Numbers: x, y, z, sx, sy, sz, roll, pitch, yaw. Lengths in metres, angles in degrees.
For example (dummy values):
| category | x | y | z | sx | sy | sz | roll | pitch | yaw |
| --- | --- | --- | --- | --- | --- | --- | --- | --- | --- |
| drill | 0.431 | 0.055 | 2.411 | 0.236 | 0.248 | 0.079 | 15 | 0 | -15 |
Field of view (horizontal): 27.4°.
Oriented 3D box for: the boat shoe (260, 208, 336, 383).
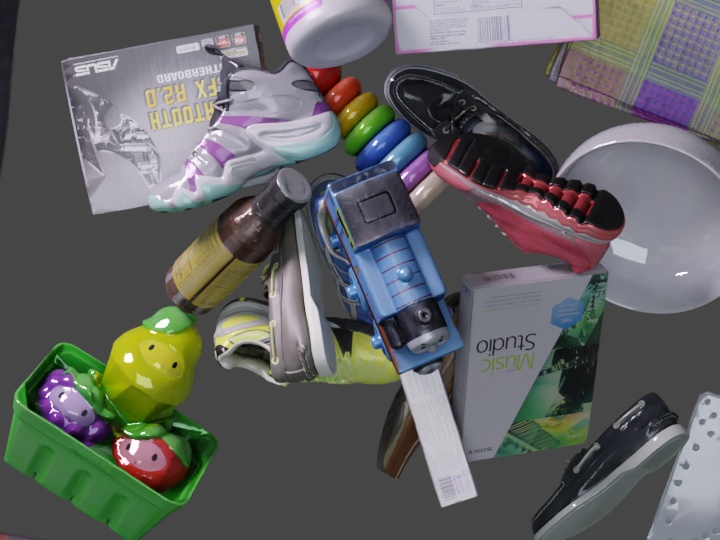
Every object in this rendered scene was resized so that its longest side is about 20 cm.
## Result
| category | x | y | z | sx | sy | sz | roll | pitch | yaw |
| --- | --- | --- | --- | --- | --- | --- | --- | --- | --- |
| boat shoe | -0.068 | 0.019 | 1.448 | 0.060 | 0.072 | 0.203 | -16 | 55 | 8 |

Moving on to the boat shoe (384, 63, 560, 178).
| category | x | y | z | sx | sy | sz | roll | pitch | yaw |
| --- | --- | --- | --- | --- | --- | --- | --- | --- | --- |
| boat shoe | 0.112 | -0.138 | 1.462 | 0.200 | 0.066 | 0.070 | 36 | 98 | -3 |

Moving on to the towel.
| category | x | y | z | sx | sy | sz | roll | pitch | yaw |
| --- | --- | --- | --- | --- | --- | --- | --- | --- | --- |
| towel | 0.298 | -0.220 | 1.465 | 0.199 | 0.023 | 0.144 | 20 | 98 | -2 |

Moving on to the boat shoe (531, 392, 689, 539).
| category | x | y | z | sx | sy | sz | roll | pitch | yaw |
| --- | --- | --- | --- | --- | --- | --- | --- | --- | --- |
| boat shoe | 0.246 | 0.205 | 1.513 | 0.200 | 0.076 | 0.060 | -41 | 58 | 17 |

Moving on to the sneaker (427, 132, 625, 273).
| category | x | y | z | sx | sy | sz | roll | pitch | yaw |
| --- | --- | --- | --- | --- | --- | --- | --- | --- | --- |
| sneaker | 0.147 | -0.057 | 1.407 | 0.199 | 0.074 | 0.087 | 27 | 133 | 12 |

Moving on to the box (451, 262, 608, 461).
| category | x | y | z | sx | sy | sz | roll | pitch | yaw |
| --- | --- | --- | --- | --- | --- | --- | --- | --- | --- |
| box | 0.164 | 0.090 | 1.459 | 0.144 | 0.036 | 0.201 | -7 | 120 | -17 |

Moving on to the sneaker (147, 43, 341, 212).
| category | x | y | z | sx | sy | sz | roll | pitch | yaw |
| --- | --- | --- | --- | --- | --- | --- | --- | --- | --- |
| sneaker | -0.131 | -0.147 | 1.422 | 0.199 | 0.078 | 0.140 | -24 | 96 | -4 |

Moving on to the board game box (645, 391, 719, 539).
| category | x | y | z | sx | sy | sz | roll | pitch | yaw |
| --- | --- | --- | --- | --- | --- | --- | --- | --- | --- |
| board game box | 0.410 | 0.245 | 1.528 | 0.199 | 0.026 | 0.201 | 18 | 98 | -1 |

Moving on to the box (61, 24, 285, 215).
| category | x | y | z | sx | sy | sz | roll | pitch | yaw |
| --- | --- | --- | --- | --- | --- | --- | --- | --- | --- |
| box | -0.185 | -0.151 | 1.481 | 0.199 | 0.048 | 0.159 | -9 | 98 | 4 |

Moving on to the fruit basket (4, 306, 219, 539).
| category | x | y | z | sx | sy | sz | roll | pitch | yaw |
| --- | --- | --- | --- | --- | --- | --- | --- | --- | --- |
| fruit basket | -0.233 | 0.139 | 1.487 | 0.214 | 0.156 | 0.217 | 5 | 114 | 11 |

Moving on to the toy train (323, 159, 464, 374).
| category | x | y | z | sx | sy | sz | roll | pitch | yaw |
| --- | --- | --- | --- | --- | --- | --- | --- | --- | --- |
| toy train | 0.029 | 0.000 | 1.373 | 0.086 | 0.114 | 0.201 | -21 | 80 | -7 |

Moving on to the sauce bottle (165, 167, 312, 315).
| category | x | y | z | sx | sy | sz | roll | pitch | yaw |
| --- | --- | --- | --- | --- | --- | --- | --- | --- | --- |
| sauce bottle | -0.117 | -0.029 | 1.444 | 0.065 | 0.065 | 0.200 | 47 | 130 | -5 |

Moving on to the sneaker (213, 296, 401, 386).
| category | x | y | z | sx | sy | sz | roll | pitch | yaw |
| --- | --- | --- | --- | --- | --- | --- | --- | --- | --- |
| sneaker | -0.053 | 0.090 | 1.487 | 0.199 | 0.077 | 0.076 | 10 | 132 | 7 |

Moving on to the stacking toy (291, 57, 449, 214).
| category | x | y | z | sx | sy | sz | roll | pitch | yaw |
| --- | --- | --- | --- | --- | --- | --- | --- | --- | --- |
| stacking toy | 0.003 | -0.140 | 1.464 | 0.085 | 0.085 | 0.200 | -45 | 89 | 8 |

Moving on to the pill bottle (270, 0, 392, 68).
| category | x | y | z | sx | sy | sz | roll | pitch | yaw |
| --- | --- | --- | --- | --- | --- | --- | --- | --- | --- |
| pill bottle | -0.047 | -0.301 | 1.401 | 0.104 | 0.104 | 0.201 | -20 | 72 | 5 |

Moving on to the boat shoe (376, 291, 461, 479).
| category | x | y | z | sx | sy | sz | roll | pitch | yaw |
| --- | --- | --- | --- | --- | --- | --- | --- | --- | --- |
| boat shoe | 0.081 | 0.123 | 1.500 | 0.074 | 0.076 | 0.201 | 25 | 100 | -5 |

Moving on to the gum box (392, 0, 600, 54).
| category | x | y | z | sx | sy | sz | roll | pitch | yaw |
| --- | --- | --- | --- | --- | --- | --- | --- | --- | --- |
| gum box | 0.126 | -0.246 | 1.409 | 0.199 | 0.114 | 0.067 | -2 | 99 | 11 |

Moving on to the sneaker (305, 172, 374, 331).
| category | x | y | z | sx | sy | sz | roll | pitch | yaw |
| --- | --- | --- | --- | --- | --- | --- | --- | --- | --- |
| sneaker | 0.000 | 0.000 | 1.482 | 0.075 | 0.077 | 0.201 | -30 | 98 | 5 |

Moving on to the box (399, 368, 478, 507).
| category | x | y | z | sx | sy | sz | roll | pitch | yaw |
| --- | --- | --- | --- | --- | --- | --- | --- | --- | --- |
| box | 0.067 | 0.130 | 1.443 | 0.041 | 0.039 | 0.201 | -18 | 88 | -1 |

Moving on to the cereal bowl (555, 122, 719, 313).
| category | x | y | z | sx | sy | sz | roll | pitch | yaw |
| --- | --- | --- | --- | --- | --- | --- | --- | --- | --- |
| cereal bowl | 0.286 | -0.061 | 1.439 | 0.199 | 0.083 | 0.201 | 13 | 130 | 16 |
